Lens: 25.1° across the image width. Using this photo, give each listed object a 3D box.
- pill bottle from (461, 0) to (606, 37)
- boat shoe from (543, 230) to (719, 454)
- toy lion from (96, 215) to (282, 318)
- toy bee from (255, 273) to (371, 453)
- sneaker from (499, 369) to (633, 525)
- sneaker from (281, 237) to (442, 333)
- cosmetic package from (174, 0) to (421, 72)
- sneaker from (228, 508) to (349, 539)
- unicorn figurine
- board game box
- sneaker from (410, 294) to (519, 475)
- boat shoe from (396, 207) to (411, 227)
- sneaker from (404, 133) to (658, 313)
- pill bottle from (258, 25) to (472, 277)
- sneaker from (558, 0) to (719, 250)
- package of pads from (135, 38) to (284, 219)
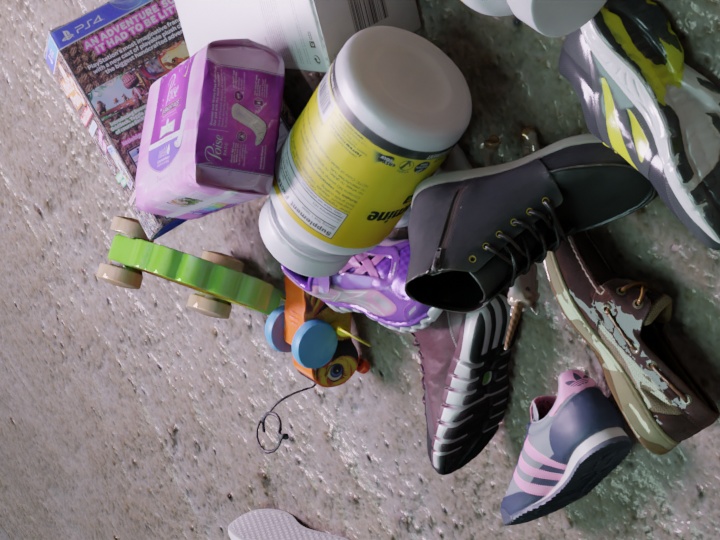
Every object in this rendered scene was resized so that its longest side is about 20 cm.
[{"bbox_3d":[0.082,-0.243,1.097,0.200,0.112,0.114,44,146,35],"label":"pill bottle"},{"bbox_3d":[0.207,0.037,1.232,0.072,0.072,0.202,-33,76,29],"label":"boat shoe"},{"bbox_3d":[-0.152,0.008,1.596,0.191,0.199,0.069,14,85,45],"label":"toy lion"},{"bbox_3d":[-0.040,0.066,1.580,0.131,0.108,0.201,51,129,39],"label":"toy bee"},{"bbox_3d":[0.166,0.154,1.389,0.083,0.070,0.200,66,149,21],"label":"sneaker"},{"bbox_3d":[0.000,0.000,1.404,0.088,0.081,0.199,25,169,-35],"label":"sneaker"},{"bbox_3d":[-0.058,-0.223,1.337,0.199,0.107,0.086,14,127,48],"label":"cosmetic package"},{"bbox_3d":[-0.076,0.347,1.867,0.199,0.075,0.106,11,120,46],"label":"sneaker"},{"bbox_3d":[0.101,-0.053,1.296,0.200,0.073,0.139,-130,30,-53],"label":"unicorn figurine"},{"bbox_3d":[-0.171,-0.157,1.485,0.201,0.158,0.097,60,165,-1],"label":"board game box"},{"bbox_3d":[0.075,0.078,1.446,0.115,0.075,0.202,42,134,35],"label":"sneaker"},{"bbox_3d":[-0.015,-0.065,1.444,0.065,0.074,0.200,43,168,-26],"label":"boat shoe"},{"bbox_3d":[0.127,-0.028,1.170,0.198,0.107,0.075,-14,131,23],"label":"sneaker"},{"bbox_3d":[-0.004,-0.086,1.269,0.113,0.112,0.200,50,137,13],"label":"pill bottle"},{"bbox_3d":[0.206,-0.099,1.113,0.201,0.074,0.085,63,155,11],"label":"sneaker"},{"bbox_3d":[-0.127,-0.112,1.336,0.200,0.075,0.122,169,108,-68],"label":"package of pads"}]
